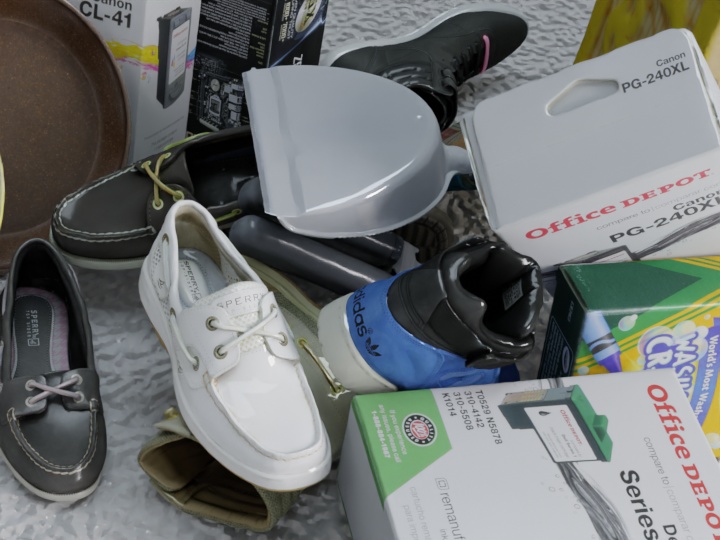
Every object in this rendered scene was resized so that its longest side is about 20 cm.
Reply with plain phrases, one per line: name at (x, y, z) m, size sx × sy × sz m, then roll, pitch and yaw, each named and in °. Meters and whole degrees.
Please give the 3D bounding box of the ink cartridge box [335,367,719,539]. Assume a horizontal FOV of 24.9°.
ink cartridge box at (0.100, 0.138, 0.895) m, size 0.197 × 0.085 × 0.147 m, roll -5°, pitch 46°, yaw -16°

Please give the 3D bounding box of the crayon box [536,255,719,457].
crayon box at (0.211, 0.055, 1.008) m, size 0.197 × 0.127 × 0.052 m, roll -4°, pitch 37°, yaw -15°

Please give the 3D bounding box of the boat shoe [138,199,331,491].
boat shoe at (-0.074, 0.037, 0.919) m, size 0.070 × 0.070 × 0.201 m, roll -12°, pitch 46°, yaw -28°

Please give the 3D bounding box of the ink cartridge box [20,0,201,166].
ink cartridge box at (-0.199, -0.165, 1.176) m, size 0.146 × 0.202 × 0.086 m, roll 18°, pitch 28°, yaw 18°

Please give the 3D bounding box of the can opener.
can opener at (0.000, 0.000, 1.060) m, size 0.199 × 0.066 × 0.053 m, roll 24°, pitch 65°, yaw -31°

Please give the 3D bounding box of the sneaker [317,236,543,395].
sneaker at (0.072, 0.040, 0.954) m, size 0.199 × 0.110 × 0.078 m, roll 26°, pitch 45°, yaw -52°

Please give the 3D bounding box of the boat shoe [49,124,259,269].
boat shoe at (-0.110, -0.056, 1.070) m, size 0.199 × 0.061 × 0.072 m, roll -15°, pitch 61°, yaw -9°

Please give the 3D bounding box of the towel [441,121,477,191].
towel at (0.091, -0.094, 1.173) m, size 0.146 × 0.022 × 0.200 m, roll -29°, pitch 13°, yaw -18°

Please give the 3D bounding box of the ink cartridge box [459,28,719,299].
ink cartridge box at (0.165, -0.047, 0.996) m, size 0.144 × 0.200 × 0.084 m, roll -20°, pitch 63°, yaw 17°

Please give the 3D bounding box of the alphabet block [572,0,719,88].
alphabet block at (0.304, -0.171, 1.258) m, size 0.197 × 0.198 × 0.196 m, roll 6°, pitch 32°, yaw -19°

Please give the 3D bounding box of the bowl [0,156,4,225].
bowl at (-0.321, -0.040, 1.048) m, size 0.198 × 0.204 × 0.094 m, roll 6°, pitch -9°, yaw -1°

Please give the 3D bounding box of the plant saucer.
plant saucer at (-0.254, -0.099, 1.119) m, size 0.197 × 0.203 × 0.037 m, roll 6°, pitch 3°, yaw -1°

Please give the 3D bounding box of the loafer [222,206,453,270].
loafer at (-0.032, -0.041, 1.145) m, size 0.197 × 0.076 × 0.069 m, roll 5°, pitch 41°, yaw -2°

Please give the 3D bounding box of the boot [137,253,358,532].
boot at (-0.086, 0.069, 0.989) m, size 0.199 × 0.073 × 0.154 m, roll 27°, pitch 42°, yaw 26°

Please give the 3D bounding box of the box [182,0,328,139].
box at (-0.133, -0.181, 1.240) m, size 0.198 × 0.166 × 0.086 m, roll 21°, pitch 28°, yaw 21°

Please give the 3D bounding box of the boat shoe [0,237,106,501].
boat shoe at (-0.194, 0.055, 0.996) m, size 0.066 × 0.058 × 0.201 m, roll -4°, pitch 36°, yaw -15°

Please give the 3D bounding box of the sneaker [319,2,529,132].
sneaker at (0.072, -0.157, 1.338) m, size 0.198 × 0.071 × 0.099 m, roll -19°, pitch 44°, yaw -23°

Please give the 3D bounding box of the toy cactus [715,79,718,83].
toy cactus at (0.201, -0.061, 1.139) m, size 0.199 × 0.167 × 0.102 m, roll 25°, pitch 12°, yaw 32°

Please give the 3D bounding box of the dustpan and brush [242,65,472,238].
dustpan and brush at (0.031, -0.074, 1.032) m, size 0.197 × 0.058 × 0.141 m, roll -7°, pitch 49°, yaw -6°
